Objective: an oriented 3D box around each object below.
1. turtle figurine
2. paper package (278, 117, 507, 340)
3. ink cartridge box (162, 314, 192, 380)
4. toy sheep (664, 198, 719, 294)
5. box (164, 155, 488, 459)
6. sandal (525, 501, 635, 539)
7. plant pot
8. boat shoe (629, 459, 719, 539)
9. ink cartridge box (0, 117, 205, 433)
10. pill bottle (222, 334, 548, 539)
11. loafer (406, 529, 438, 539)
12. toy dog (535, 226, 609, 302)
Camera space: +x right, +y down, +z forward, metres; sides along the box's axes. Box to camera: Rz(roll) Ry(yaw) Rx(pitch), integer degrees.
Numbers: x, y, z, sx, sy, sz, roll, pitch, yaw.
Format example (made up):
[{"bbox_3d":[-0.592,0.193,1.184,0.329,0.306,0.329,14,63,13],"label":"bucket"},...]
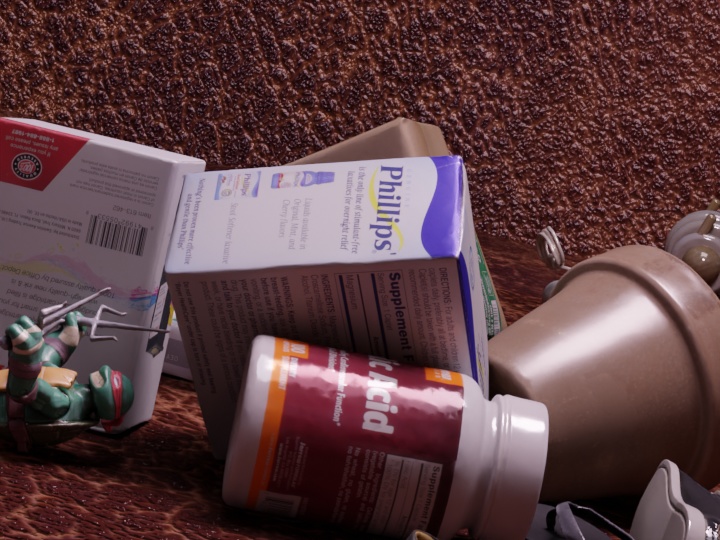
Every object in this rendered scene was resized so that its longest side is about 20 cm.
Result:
[{"bbox_3d":[-0.224,0.070,1.375,0.198,0.102,0.150,-4,-6,-5],"label":"turtle figurine"},{"bbox_3d":[0.000,0.000,1.651,0.190,0.201,0.103,-19,-6,23],"label":"paper package"},{"bbox_3d":[-0.178,0.045,1.818,0.160,0.050,0.200,14,10,12],"label":"ink cartridge box"},{"bbox_3d":[0.522,-0.031,3.127,0.137,0.139,0.200,14,18,14],"label":"toy sheep"},{"bbox_3d":[-0.017,0.028,1.430,0.198,0.185,0.105,-3,43,8],"label":"box"},{"bbox_3d":[0.157,0.185,1.348,0.076,0.043,0.200,10,8,-19],"label":"sandal"},{"bbox_3d":[0.165,0.096,1.558,0.174,0.202,0.200,-15,23,-35],"label":"plant pot"},{"bbox_3d":[0.226,0.177,1.401,0.060,0.074,0.200,20,2,-3],"label":"boat shoe"},{"bbox_3d":[-0.209,0.002,1.509,0.145,0.201,0.083,14,5,9],"label":"ink cartridge box"},{"bbox_3d":[0.016,0.115,1.358,0.198,0.115,0.114,11,8,-5],"label":"pill bottle"},{"bbox_3d":[0.088,0.195,1.056,0.199,0.073,0.073,17,8,29],"label":"loafer"},{"bbox_3d":[0.294,0.023,2.492,0.096,0.133,0.200,-13,25,-16],"label":"toy dog"}]
